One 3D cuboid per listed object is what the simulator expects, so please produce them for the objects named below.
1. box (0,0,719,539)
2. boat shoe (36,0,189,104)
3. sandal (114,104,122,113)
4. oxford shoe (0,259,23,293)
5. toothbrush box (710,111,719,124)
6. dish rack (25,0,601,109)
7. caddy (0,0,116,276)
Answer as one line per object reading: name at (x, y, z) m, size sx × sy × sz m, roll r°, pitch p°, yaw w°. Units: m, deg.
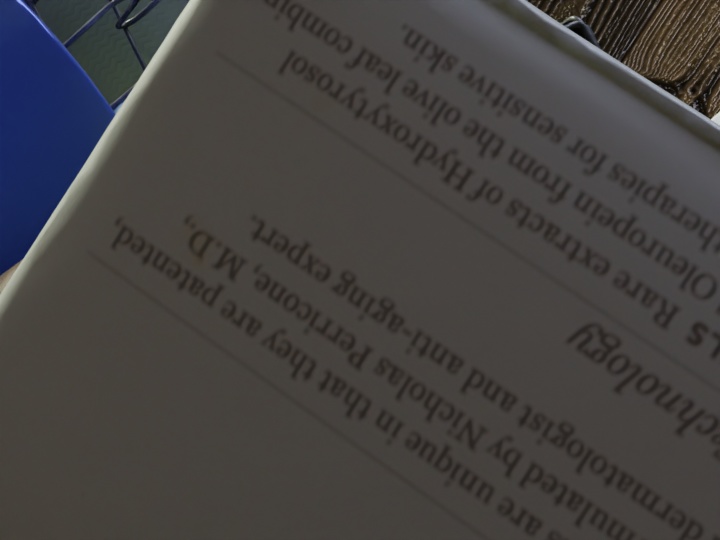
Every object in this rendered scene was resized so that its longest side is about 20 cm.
box at (0.042, 0.058, 0.605) m, size 0.200 × 0.172 × 0.199 m, roll 34°, pitch 3°, yaw 19°
boat shoe at (-0.062, -0.062, 1.015) m, size 0.200 × 0.075 × 0.060 m, roll 55°, pitch -5°, yaw -15°
sandal at (0.000, 0.000, 0.924) m, size 0.200 × 0.087 × 0.080 m, roll 35°, pitch 38°, yaw -3°
oxford shoe at (-0.032, 0.057, 0.769) m, size 0.071 × 0.073 × 0.200 m, roll 36°, pitch 3°, yaw 43°
toothbrush box at (0.117, 0.038, 1.141) m, size 0.085 × 0.147 × 0.200 m, roll 34°, pitch 43°, yaw 16°
dish rack at (-0.034, -0.102, 0.870) m, size 0.201 × 0.153 × 0.055 m, roll 63°, pitch -30°, yaw 3°
caddy at (-0.156, -0.047, 0.805) m, size 0.200 × 0.105 × 0.141 m, roll 44°, pitch -13°, yaw 4°
